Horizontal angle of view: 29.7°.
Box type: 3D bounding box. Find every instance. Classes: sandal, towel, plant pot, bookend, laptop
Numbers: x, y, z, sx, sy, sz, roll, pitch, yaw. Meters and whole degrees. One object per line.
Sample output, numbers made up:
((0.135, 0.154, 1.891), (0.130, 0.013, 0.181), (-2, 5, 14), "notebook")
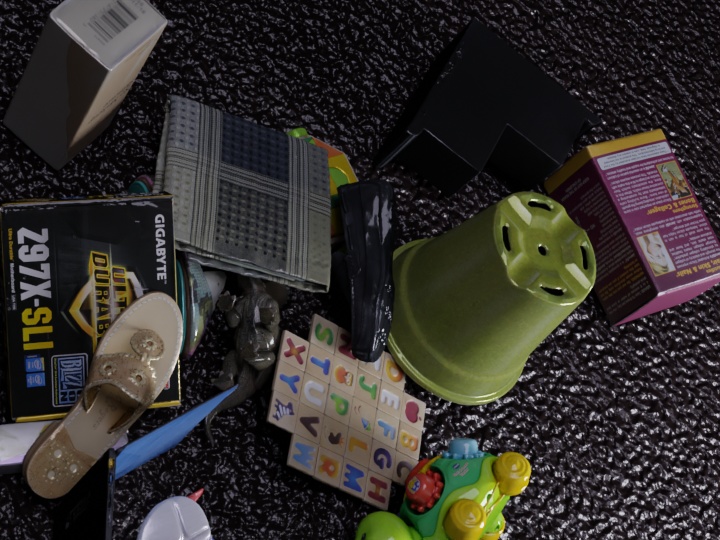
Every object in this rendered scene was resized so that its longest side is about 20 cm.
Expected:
((-0.216, 0.117, 1.209), (0.078, 0.070, 0.212), (42, 77, -26), "sandal")
((-0.120, -0.075, 1.392), (0.192, 0.035, 0.201), (18, 48, -23), "towel")
((0.145, 0.015, 1.441), (0.200, 0.184, 0.201), (16, 55, -25), "plant pot")
((0.150, -0.153, 1.593), (0.200, 0.092, 0.199), (36, 57, -10), "bookend")
((-0.173, 0.306, 1.223), (0.079, 0.059, 0.208), (-10, 96, -37), "sandal")
((-0.191, 0.214, 1.180), (0.115, 0.187, 0.201), (10, 62, -22), "laptop")

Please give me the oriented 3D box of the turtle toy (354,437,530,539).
((0.077, 0.244, 1.349), (0.101, 0.146, 0.200), (39, 53, 19), "turtle toy")

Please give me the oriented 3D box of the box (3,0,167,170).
((-0.272, -0.192, 1.324), (0.078, 0.200, 0.095), (42, 56, -3), "box")

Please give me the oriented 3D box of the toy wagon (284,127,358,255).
((-0.087, -0.069, 1.460), (0.199, 0.040, 0.156), (-19, 76, -33), "toy wagon")

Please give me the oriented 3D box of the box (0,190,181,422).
((-0.250, 0.031, 1.255), (0.159, 0.049, 0.201), (-3, 100, -19), "box")

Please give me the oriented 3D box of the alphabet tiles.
((-0.010, 0.144, 1.385), (0.200, 0.006, 0.167), (30, 54, -32), "alphabet tiles")

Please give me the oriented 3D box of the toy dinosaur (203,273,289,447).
((-0.107, 0.077, 1.352), (0.077, 0.102, 0.201), (1, 80, 15), "toy dinosaur")

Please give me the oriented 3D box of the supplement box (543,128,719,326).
((0.332, -0.053, 1.633), (0.130, 0.103, 0.201), (-14, 73, -32), "supplement box")

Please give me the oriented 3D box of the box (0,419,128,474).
((-0.311, 0.162, 1.233), (0.199, 0.041, 0.039), (-2, 69, -27), "box")

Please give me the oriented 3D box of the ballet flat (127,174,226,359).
((-0.178, -0.008, 1.372), (0.071, 0.069, 0.201), (-4, 66, -36), "ballet flat")

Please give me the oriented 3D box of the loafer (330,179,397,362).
((0.000, 0.000, 1.424), (0.070, 0.068, 0.202), (-1, 69, 10), "loafer")

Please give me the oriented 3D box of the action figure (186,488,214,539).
((-0.088, 0.286, 1.271), (0.099, 0.065, 0.201), (-29, 82, -21), "action figure")
